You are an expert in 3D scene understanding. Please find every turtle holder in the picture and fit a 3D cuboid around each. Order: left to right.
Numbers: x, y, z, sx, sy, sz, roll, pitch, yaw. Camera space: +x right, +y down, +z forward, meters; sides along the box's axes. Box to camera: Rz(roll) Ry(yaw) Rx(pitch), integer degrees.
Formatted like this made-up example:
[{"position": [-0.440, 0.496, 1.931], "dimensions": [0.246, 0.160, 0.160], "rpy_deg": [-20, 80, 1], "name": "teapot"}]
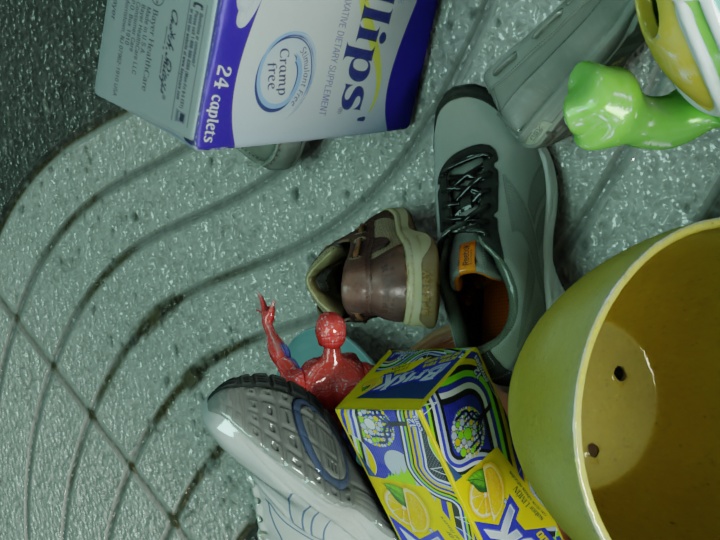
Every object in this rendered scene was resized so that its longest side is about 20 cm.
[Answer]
[{"position": [0.187, -0.137, 0.667], "dimensions": [0.185, 0.131, 0.142], "rpy_deg": [-13, 67, 43], "name": "turtle holder"}]

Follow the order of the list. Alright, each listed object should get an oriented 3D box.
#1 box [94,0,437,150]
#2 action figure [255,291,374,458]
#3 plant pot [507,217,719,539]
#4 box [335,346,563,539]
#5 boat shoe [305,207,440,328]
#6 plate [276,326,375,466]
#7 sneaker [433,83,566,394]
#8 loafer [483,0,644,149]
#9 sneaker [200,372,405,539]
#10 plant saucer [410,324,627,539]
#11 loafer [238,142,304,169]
[{"position": [-0.047, -0.184, 0.860], "dimensions": [0.105, 0.200, 0.185], "rpy_deg": [29, 117, 34], "name": "box"}, {"position": [-0.029, 0.090, 0.893], "dimensions": [0.099, 0.065, 0.201], "rpy_deg": [-110, 19, -46], "name": "action figure"}, {"position": [0.159, 0.076, 0.745], "dimensions": [0.142, 0.199, 0.201], "rpy_deg": [-5, 95, 65], "name": "plant pot"}, {"position": [0.065, 0.145, 0.814], "dimensions": [0.070, 0.064, 0.201], "rpy_deg": [-5, 119, 44], "name": "box"}, {"position": [0.000, 0.000, 0.879], "dimensions": [0.200, 0.072, 0.073], "rpy_deg": [-131, 39, -78], "name": "boat shoe"}, {"position": [-0.020, 0.140, 0.988], "dimensions": [0.200, 0.025, 0.201], "rpy_deg": [25, 120, 52], "name": "plate"}, {"position": [0.078, -0.026, 0.838], "dimensions": [0.074, 0.079, 0.201], "rpy_deg": [-22, 66, 30], "name": "sneaker"}, {"position": [0.137, -0.154, 0.783], "dimensions": [0.070, 0.070, 0.200], "rpy_deg": [51, 128, 15], "name": "loafer"}, {"position": [-0.035, 0.137, 0.826], "dimensions": [0.087, 0.200, 0.075], "rpy_deg": [-28, 38, 19], "name": "sneaker"}, {"position": [0.095, 0.129, 0.901], "dimensions": [0.200, 0.037, 0.201], "rpy_deg": [9, 104, 43], "name": "plant saucer"}, {"position": [-0.115, -0.145, 1.012], "dimensions": [0.200, 0.070, 0.070], "rpy_deg": [47, 126, 27], "name": "loafer"}]
